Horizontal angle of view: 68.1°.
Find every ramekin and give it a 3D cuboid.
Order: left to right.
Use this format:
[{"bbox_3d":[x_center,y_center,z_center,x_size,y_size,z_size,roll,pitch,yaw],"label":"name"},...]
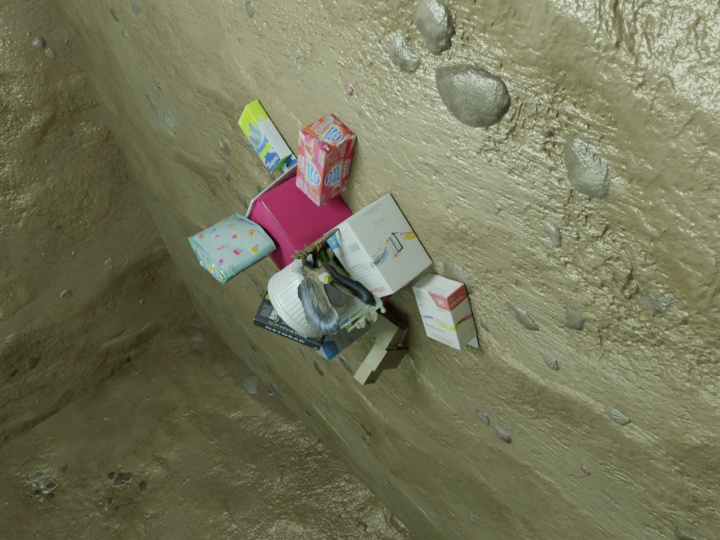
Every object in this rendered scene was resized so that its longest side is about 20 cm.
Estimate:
[{"bbox_3d":[-0.126,0.060,1.359,0.105,0.200,0.200,-40,85,23],"label":"ramekin"}]

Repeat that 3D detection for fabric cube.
[{"bbox_3d":[-0.170,-0.136,1.482,0.196,0.199,0.200,54,154,1],"label":"fabric cube"}]

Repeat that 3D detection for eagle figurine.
[{"bbox_3d":[-0.078,0.031,1.226,0.152,0.151,0.200,-25,103,21],"label":"eagle figurine"}]

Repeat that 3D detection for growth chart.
[{"bbox_3d":[-0.025,0.090,1.409,0.200,0.018,0.145,-29,71,35],"label":"growth chart"}]

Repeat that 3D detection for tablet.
[{"bbox_3d":[-0.242,-0.225,1.490,0.014,0.200,0.130,45,154,-3],"label":"tablet"}]

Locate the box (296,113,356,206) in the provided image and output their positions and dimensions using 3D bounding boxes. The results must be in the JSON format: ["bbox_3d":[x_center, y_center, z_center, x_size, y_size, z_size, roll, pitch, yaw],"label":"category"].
[{"bbox_3d":[-0.088,-0.265,1.300,0.095,0.100,0.200,45,152,17],"label":"box"}]

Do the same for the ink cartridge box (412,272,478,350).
[{"bbox_3d":[0.210,0.115,1.303,0.116,0.067,0.200,20,138,49],"label":"ink cartridge box"}]

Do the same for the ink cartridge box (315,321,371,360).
[{"bbox_3d":[-0.069,0.160,1.676,0.085,0.200,0.145,16,135,57],"label":"ink cartridge box"}]

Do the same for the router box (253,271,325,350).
[{"bbox_3d":[-0.175,0.112,1.486,0.200,0.157,0.052,22,153,0],"label":"router box"}]

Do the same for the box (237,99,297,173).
[{"bbox_3d":[-0.269,-0.372,1.533,0.200,0.048,0.122,57,154,-5],"label":"box"}]

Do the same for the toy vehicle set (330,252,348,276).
[{"bbox_3d":[0.000,0.000,1.546,0.200,0.026,0.124,45,148,15],"label":"toy vehicle set"}]

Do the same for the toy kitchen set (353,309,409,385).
[{"bbox_3d":[0.035,0.210,1.614,0.180,0.200,0.163,36,-170,27],"label":"toy kitchen set"}]

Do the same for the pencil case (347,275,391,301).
[{"bbox_3d":[0.004,0.051,1.476,0.200,0.088,0.089,-10,114,54],"label":"pencil case"}]

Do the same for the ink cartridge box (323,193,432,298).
[{"bbox_3d":[0.041,-0.052,1.291,0.200,0.145,0.147,57,153,-7],"label":"ink cartridge box"}]

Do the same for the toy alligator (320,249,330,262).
[{"bbox_3d":[-0.147,-0.115,1.640,0.200,0.059,0.054,58,-166,-8],"label":"toy alligator"}]

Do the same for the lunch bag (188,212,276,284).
[{"bbox_3d":[-0.341,-0.054,1.444,0.200,0.170,0.122,31,146,43],"label":"lunch bag"}]
